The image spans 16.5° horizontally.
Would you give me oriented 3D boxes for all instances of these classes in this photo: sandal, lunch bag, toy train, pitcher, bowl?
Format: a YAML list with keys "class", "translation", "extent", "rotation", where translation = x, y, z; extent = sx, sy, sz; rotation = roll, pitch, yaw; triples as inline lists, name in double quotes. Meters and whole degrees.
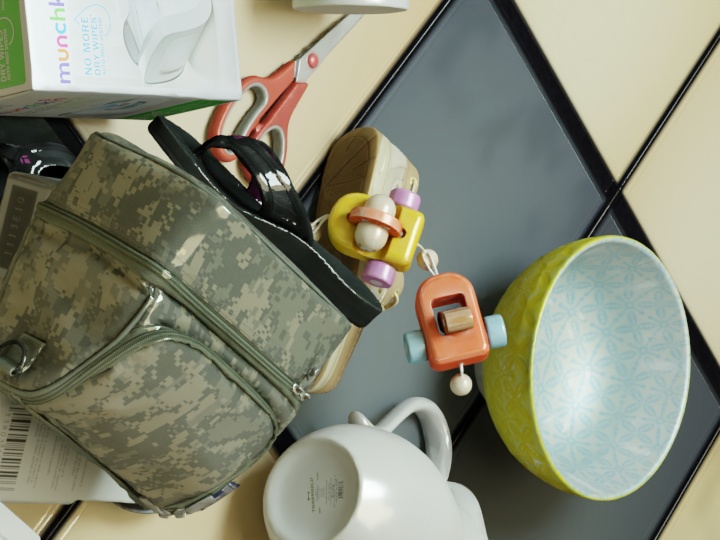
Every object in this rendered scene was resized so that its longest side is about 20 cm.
- class: "sandal"
  translation: [-0.190, -0.042, 1.577]
  extent: [0.200, 0.048, 0.075]
  rotation: [48, 59, -37]
- class: "lunch bag"
  translation: [-0.123, 0.042, 1.487]
  extent: [0.168, 0.139, 0.200]
  rotation: [-54, 142, -8]
- class: "sandal"
  translation: [-0.055, -0.043, 1.592]
  extent: [0.200, 0.075, 0.048]
  rotation: [40, 98, -25]
- class: "toy train"
  translation: [-0.005, 0.016, 1.677]
  extent: [0.200, 0.056, 0.151]
  rotation: [-7, 72, -5]
- class: "pitcher"
  translation: [0.015, 0.157, 1.769]
  extent: [0.200, 0.121, 0.172]
  rotation: [30, 49, -54]
- class: "bowl"
  translation: [0.152, 0.072, 1.902]
  extent: [0.200, 0.108, 0.201]
  rotation: [-2, 93, -47]

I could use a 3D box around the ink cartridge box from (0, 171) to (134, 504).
- class: "ink cartridge box"
  translation: [-0.173, 0.047, 1.567]
  extent: [0.173, 0.043, 0.200]
  rotation: [9, 96, -55]

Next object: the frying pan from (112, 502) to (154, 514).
- class: "frying pan"
  translation: [-0.144, 0.067, 1.632]
  extent: [0.115, 0.031, 0.190]
  rotation: [-20, 107, -36]

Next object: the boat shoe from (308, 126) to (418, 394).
- class: "boat shoe"
  translation: [0.000, 0.000, 1.762]
  extent: [0.069, 0.074, 0.200]
  rotation: [29, 70, -37]

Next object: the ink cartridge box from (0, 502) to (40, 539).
- class: "ink cartridge box"
  translation: [-0.302, 0.196, 1.436]
  extent: [0.145, 0.087, 0.200]
  rotation: [48, 59, -36]

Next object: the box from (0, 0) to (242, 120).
- class: "box"
  translation: [-0.176, -0.199, 1.540]
  extent: [0.176, 0.097, 0.200]
  rotation: [0, 84, -47]

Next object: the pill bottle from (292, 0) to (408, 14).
- class: "pill bottle"
  translation: [-0.005, -0.280, 1.719]
  extent: [0.111, 0.111, 0.200]
  rotation: [-1, 91, -47]

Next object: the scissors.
- class: "scissors"
  translation: [-0.045, -0.146, 1.752]
  extent: [0.073, 0.014, 0.200]
  rotation: [48, 60, -34]
